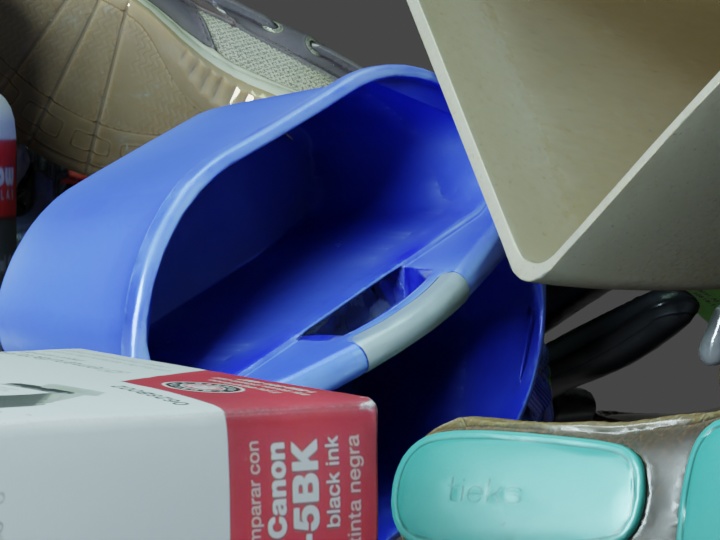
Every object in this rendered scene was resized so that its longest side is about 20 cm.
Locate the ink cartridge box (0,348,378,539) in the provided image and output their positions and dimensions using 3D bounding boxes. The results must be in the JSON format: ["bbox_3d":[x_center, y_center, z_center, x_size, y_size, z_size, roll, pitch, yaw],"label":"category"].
[{"bbox_3d":[-0.116,0.067,0.690,0.200,0.083,0.147,-1,4,-37],"label":"ink cartridge box"}]

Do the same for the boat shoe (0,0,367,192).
[{"bbox_3d":[-0.063,-0.068,1.021,0.199,0.072,0.065,23,29,-9],"label":"boat shoe"}]

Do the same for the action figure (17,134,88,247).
[{"bbox_3d":[-0.167,-0.058,1.073,0.193,0.200,0.105,9,-39,-8],"label":"action figure"}]

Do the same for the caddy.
[{"bbox_3d":[-0.018,0.017,0.913,0.105,0.142,0.200,-2,23,42],"label":"caddy"}]

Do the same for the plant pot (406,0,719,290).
[{"bbox_3d":[0.147,-0.109,0.928,0.177,0.200,0.200,17,-51,-36],"label":"plant pot"}]

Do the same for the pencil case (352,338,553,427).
[{"bbox_3d":[0.000,0.000,1.078,0.087,0.200,0.078,-37,-37,5],"label":"pencil case"}]

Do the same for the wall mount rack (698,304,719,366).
[{"bbox_3d":[0.216,-0.026,1.048,0.199,0.174,0.075,22,-35,12],"label":"wall mount rack"}]

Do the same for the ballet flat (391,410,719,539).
[{"bbox_3d":[0.103,0.078,0.851,0.200,0.068,0.072,-2,-18,37],"label":"ballet flat"}]

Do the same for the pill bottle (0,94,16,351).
[{"bbox_3d":[-0.169,-0.005,0.932,0.113,0.201,0.114,1,3,0],"label":"pill bottle"}]

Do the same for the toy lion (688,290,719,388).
[{"bbox_3d":[0.169,-0.044,1.167,0.200,0.192,0.069,32,-28,-31],"label":"toy lion"}]

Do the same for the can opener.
[{"bbox_3d":[0.067,0.029,1.099,0.078,0.064,0.200,-14,-18,-31],"label":"can opener"}]

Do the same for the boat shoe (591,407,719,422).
[{"bbox_3d":[0.181,0.054,1.082,0.199,0.073,0.072,1,3,3],"label":"boat shoe"}]
